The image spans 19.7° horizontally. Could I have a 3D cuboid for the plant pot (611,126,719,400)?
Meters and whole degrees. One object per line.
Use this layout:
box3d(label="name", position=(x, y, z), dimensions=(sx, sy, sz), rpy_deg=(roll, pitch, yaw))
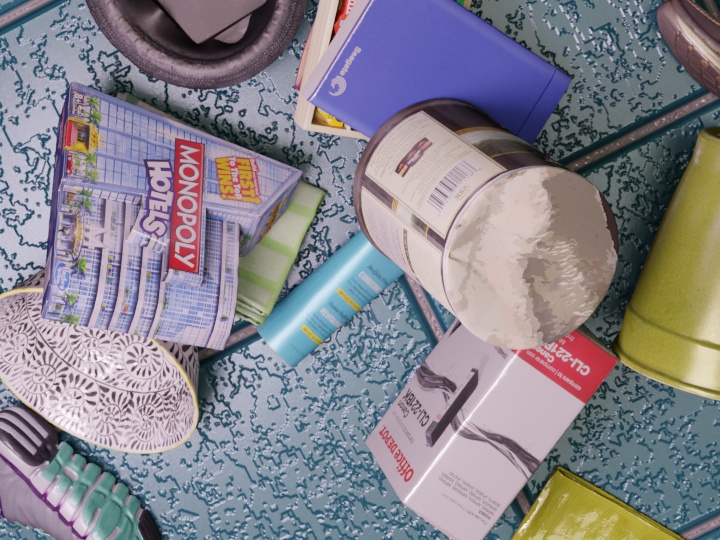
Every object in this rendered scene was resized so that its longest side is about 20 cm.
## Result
box3d(label="plant pot", position=(0.318, -0.010, 1.670), dimensions=(0.199, 0.200, 0.194), rpy_deg=(10, 104, 0))

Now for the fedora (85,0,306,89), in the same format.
box3d(label="fedora", position=(-0.136, -0.249, 1.723), dimensions=(0.199, 0.092, 0.202), rpy_deg=(0, 96, 1))

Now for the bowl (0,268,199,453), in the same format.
box3d(label="bowl", position=(-0.209, 0.054, 1.740), dimensions=(0.200, 0.201, 0.094), rpy_deg=(29, 53, -2))

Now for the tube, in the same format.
box3d(label="tube", position=(0.000, 0.000, 1.766), dimensions=(0.200, 0.077, 0.050), rpy_deg=(-41, 53, 6))

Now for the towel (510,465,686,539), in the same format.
box3d(label="towel", position=(0.235, 0.256, 1.805), dimensions=(0.199, 0.018, 0.086), rpy_deg=(31, 95, -2))

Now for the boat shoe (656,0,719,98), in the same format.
box3d(label="boat shoe", position=(0.334, -0.170, 1.736), dimensions=(0.200, 0.074, 0.073), rpy_deg=(40, 86, -12))

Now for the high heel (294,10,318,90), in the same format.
box3d(label="high heel", position=(-0.025, -0.249, 1.729), dimensions=(0.096, 0.067, 0.201), rpy_deg=(-13, 99, -8))

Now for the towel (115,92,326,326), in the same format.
box3d(label="towel", position=(-0.142, -0.056, 1.736), dimensions=(0.199, 0.031, 0.150), rpy_deg=(25, 60, -2))

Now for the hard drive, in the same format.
box3d(label="hard drive", position=(0.065, -0.152, 1.717), dimensions=(0.200, 0.025, 0.132), rpy_deg=(29, 97, -29))

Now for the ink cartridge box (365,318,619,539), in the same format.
box3d(label="ink cartridge box", position=(0.105, 0.111, 1.722), dimensions=(0.084, 0.144, 0.200), rpy_deg=(34, 96, -20))

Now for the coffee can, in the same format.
box3d(label="coffee can", position=(0.096, -0.040, 1.642), dimensions=(0.146, 0.200, 0.147), rpy_deg=(-7, 112, -19))

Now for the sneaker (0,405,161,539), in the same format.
box3d(label="sneaker", position=(-0.259, 0.208, 1.801), dimensions=(0.200, 0.074, 0.087), rpy_deg=(47, 124, -6))

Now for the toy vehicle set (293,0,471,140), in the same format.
box3d(label="toy vehicle set", position=(0.026, -0.206, 1.712), dimensions=(0.124, 0.027, 0.201), rpy_deg=(6, 107, -25))

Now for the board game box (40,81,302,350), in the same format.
box3d(label="board game box", position=(-0.148, -0.041, 1.668), dimensions=(0.199, 0.062, 0.201), rpy_deg=(9, 53, -15))
